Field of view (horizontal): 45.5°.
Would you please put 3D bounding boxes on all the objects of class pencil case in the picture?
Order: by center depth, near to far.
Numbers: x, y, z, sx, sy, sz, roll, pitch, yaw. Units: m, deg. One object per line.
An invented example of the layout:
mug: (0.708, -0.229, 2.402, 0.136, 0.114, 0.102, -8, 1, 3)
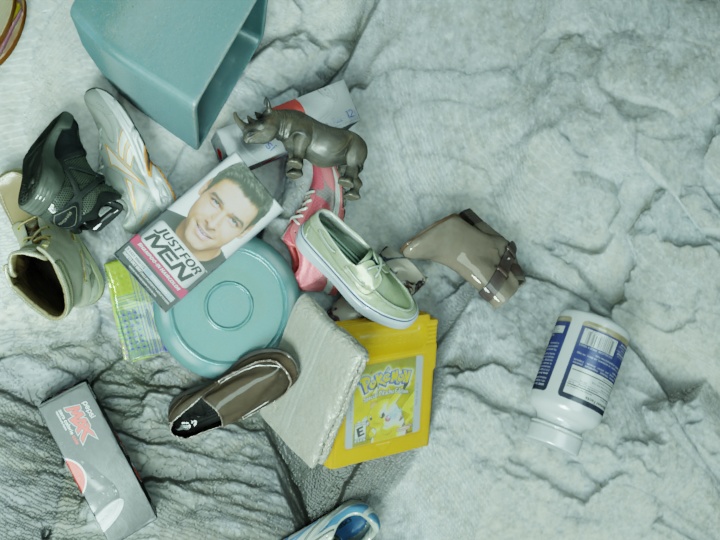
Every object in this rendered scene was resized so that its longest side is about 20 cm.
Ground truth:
pencil case: (0.012, 0.058, 1.213, 0.200, 0.078, 0.090, -49, 120, -14)

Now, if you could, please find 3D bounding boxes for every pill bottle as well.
pill bottle: (0.320, 0.169, 1.286, 0.110, 0.111, 0.201, 26, 80, -14)

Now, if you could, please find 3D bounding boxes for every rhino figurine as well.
rhino figurine: (-0.077, -0.169, 1.136, 0.199, 0.060, 0.088, 20, 67, -20)

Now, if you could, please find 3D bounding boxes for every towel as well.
towel: (-0.064, 0.148, 1.128, 0.034, 0.132, 0.201, -10, 131, -47)
towel: (-0.235, 0.034, 1.166, 0.198, 0.023, 0.145, -13, 92, -18)

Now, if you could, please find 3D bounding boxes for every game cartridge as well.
game cartridge: (0.028, 0.161, 1.186, 0.175, 0.032, 0.202, -6, 107, -34)

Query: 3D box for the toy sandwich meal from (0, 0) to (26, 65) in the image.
toy sandwich meal: (-0.529, -0.328, 1.069, 0.203, 0.070, 0.207, 1, 87, -17)

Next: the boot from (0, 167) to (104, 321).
boot: (-0.397, -0.035, 1.047, 0.072, 0.155, 0.201, -30, 97, 2)

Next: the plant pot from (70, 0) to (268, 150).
plant pot: (-0.250, -0.307, 1.098, 0.199, 0.196, 0.198, 28, 79, -5)

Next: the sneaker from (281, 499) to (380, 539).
sneaker: (-0.060, 0.387, 1.176, 0.199, 0.072, 0.072, -34, 99, -15)

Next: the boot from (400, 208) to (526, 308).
boot: (0.159, -0.009, 1.236, 0.199, 0.070, 0.147, -27, 79, -43)

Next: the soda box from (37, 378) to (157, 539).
soda box: (-0.336, 0.244, 1.101, 0.070, 0.063, 0.201, -28, 95, -17)

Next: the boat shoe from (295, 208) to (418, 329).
boat shoe: (0.000, 0.000, 1.135, 0.200, 0.062, 0.072, 38, 50, -3)

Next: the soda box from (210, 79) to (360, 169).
soda box: (-0.104, -0.196, 1.196, 0.199, 0.068, 0.064, -25, 94, -16)

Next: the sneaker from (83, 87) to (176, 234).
sneaker: (-0.320, -0.141, 1.125, 0.092, 0.076, 0.201, -30, 95, -12)

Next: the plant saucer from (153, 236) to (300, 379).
plant saucer: (-0.176, 0.047, 1.149, 0.198, 0.027, 0.202, 0, 89, -12)

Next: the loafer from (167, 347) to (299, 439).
loafer: (-0.166, 0.171, 1.112, 0.199, 0.071, 0.073, -30, 108, 15)

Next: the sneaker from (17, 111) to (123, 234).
sneaker: (-0.360, -0.116, 1.079, 0.076, 0.200, 0.114, -40, 128, 17)

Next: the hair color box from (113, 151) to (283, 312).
hair color box: (-0.206, -0.049, 1.100, 0.200, 0.061, 0.099, -42, 98, -10)

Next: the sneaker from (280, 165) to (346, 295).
sneaker: (-0.068, -0.066, 1.198, 0.086, 0.074, 0.202, 0, 87, -16)
